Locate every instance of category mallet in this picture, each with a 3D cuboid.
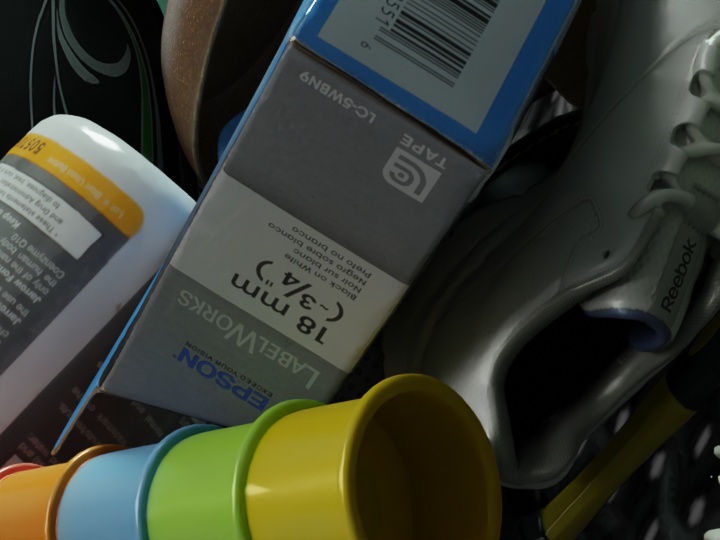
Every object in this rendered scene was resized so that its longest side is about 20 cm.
[{"bbox_3d":[0.086,0.045,0.688,0.200,0.041,0.066,-48,26,33],"label":"mallet"}]

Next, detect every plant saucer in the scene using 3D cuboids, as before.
[{"bbox_3d":[-0.025,-0.126,0.964,0.201,0.037,0.201,-58,-14,-22],"label":"plant saucer"}]

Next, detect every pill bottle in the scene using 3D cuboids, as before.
[{"bbox_3d":[-0.129,0.054,0.833,0.200,0.116,0.116,-47,18,-12],"label":"pill bottle"}]

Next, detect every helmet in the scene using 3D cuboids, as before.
[{"bbox_3d":[-0.156,-0.019,0.980,0.200,0.199,0.192,179,89,-67],"label":"helmet"}]

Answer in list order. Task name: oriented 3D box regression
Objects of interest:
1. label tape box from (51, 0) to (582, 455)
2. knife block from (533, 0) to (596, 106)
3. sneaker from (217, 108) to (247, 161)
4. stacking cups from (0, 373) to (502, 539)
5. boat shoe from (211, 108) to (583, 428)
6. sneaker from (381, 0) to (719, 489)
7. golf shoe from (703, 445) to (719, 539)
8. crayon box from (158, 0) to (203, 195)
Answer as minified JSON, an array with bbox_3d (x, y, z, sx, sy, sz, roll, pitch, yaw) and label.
[{"bbox_3d":[-0.004,-0.032,0.701,0.200,0.063,0.144,-56,4,49],"label":"label tape box"},{"bbox_3d":[0.071,-0.093,0.745,0.176,0.064,0.200,-48,23,0],"label":"knife block"},{"bbox_3d":[0.000,0.000,0.868,0.074,0.082,0.200,-60,26,15],"label":"sneaker"},{"bbox_3d":[-0.057,0.070,0.678,0.199,0.060,0.061,-11,56,40],"label":"stacking cups"},{"bbox_3d":[0.020,0.026,0.756,0.076,0.060,0.200,38,92,33],"label":"boat shoe"},{"bbox_3d":[0.084,-0.023,0.667,0.201,0.074,0.087,-59,20,10],"label":"sneaker"},{"bbox_3d":[0.138,0.003,0.578,0.097,0.078,0.201,-13,61,34],"label":"golf shoe"},{"bbox_3d":[-0.093,-0.027,1.144,0.119,0.058,0.201,-1,68,67],"label":"crayon box"}]
